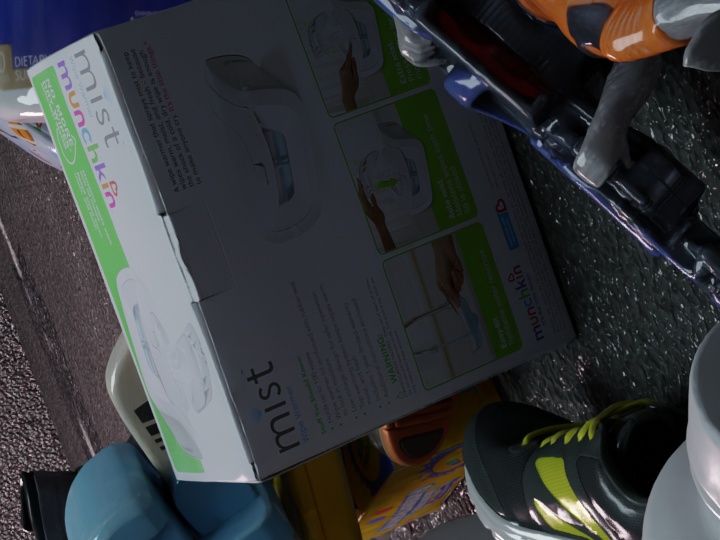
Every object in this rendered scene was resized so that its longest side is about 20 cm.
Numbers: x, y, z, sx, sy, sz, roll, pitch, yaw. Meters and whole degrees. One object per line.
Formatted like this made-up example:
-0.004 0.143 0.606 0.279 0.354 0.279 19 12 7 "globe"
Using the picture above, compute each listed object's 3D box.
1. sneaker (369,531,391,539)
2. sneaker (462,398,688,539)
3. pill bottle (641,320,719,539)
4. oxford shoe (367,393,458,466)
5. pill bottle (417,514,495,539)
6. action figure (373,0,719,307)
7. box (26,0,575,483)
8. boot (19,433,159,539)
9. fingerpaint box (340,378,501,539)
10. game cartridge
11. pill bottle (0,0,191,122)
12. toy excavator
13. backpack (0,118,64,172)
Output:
-0.036 0.110 1.342 0.073 0.072 0.200 57 -175 -50 "sneaker"
0.110 0.084 0.839 0.200 0.074 0.085 29 132 53 "sneaker"
0.147 0.107 0.633 0.120 0.119 0.200 51 156 48 "pill bottle"
0.000 0.000 1.018 0.073 0.071 0.200 -13 84 42 "oxford shoe"
0.069 0.224 1.050 0.112 0.112 0.200 53 158 45 "pill bottle"
0.092 -0.083 0.687 0.200 0.105 0.193 43 170 1 "action figure"
-0.025 -0.029 0.903 0.097 0.176 0.200 -10 102 62 "box"
-0.118 0.100 1.074 0.070 0.131 0.200 -120 22 -60 "boot"
-0.002 0.050 1.134 0.200 0.073 0.167 116 131 -69 "fingerpaint box"
-0.030 0.140 1.085 0.176 0.032 0.200 103 156 -63 "game cartridge"
-0.134 -0.177 1.028 0.116 0.115 0.200 -176 83 -73 "pill bottle"
-0.092 0.100 0.991 0.200 0.194 0.100 52 -178 -29 "toy excavator"
-0.137 -0.122 1.184 0.200 0.154 0.191 35 -177 -3 "backpack"
